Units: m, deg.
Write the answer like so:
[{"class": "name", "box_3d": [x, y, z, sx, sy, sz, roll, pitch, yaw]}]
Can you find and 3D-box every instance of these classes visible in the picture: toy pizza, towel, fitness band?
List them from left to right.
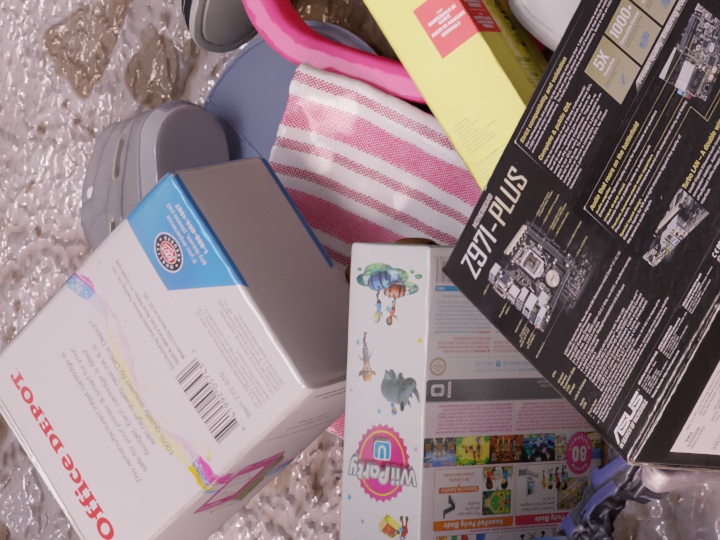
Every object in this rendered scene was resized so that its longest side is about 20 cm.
[{"class": "toy pizza", "box_3d": [-0.031, -0.047, 1.689, 0.200, 0.032, 0.200, -2, 87, 45]}, {"class": "towel", "box_3d": [0.000, 0.000, 1.608, 0.146, 0.030, 0.200, 23, 109, 12]}, {"class": "fitness band", "box_3d": [0.021, -0.171, 1.603, 0.200, 0.037, 0.144, 19, 97, 28]}]

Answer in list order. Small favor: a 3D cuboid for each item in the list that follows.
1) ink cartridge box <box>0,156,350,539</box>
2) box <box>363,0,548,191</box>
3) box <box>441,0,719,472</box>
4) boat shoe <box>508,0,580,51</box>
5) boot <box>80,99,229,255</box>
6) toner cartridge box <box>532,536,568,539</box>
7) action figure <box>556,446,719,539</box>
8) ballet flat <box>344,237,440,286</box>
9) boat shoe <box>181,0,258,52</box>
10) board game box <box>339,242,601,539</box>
[{"class": "ink cartridge box", "box_3d": [-0.098, 0.054, 1.582, 0.200, 0.085, 0.145, -43, 72, 35]}, {"class": "box", "box_3d": [0.056, -0.119, 1.525, 0.050, 0.075, 0.200, -36, 75, 22]}, {"class": "box", "box_3d": [0.151, -0.033, 1.331, 0.164, 0.086, 0.200, 46, 118, 41]}, {"class": "boat shoe", "box_3d": [0.145, -0.131, 1.464, 0.200, 0.067, 0.074, 19, 104, 38]}, {"class": "boot", "box_3d": [-0.123, 0.002, 1.720, 0.096, 0.074, 0.200, -9, 77, 56]}, {"class": "toner cartridge box", "box_3d": [0.112, 0.246, 1.471, 0.095, 0.043, 0.200, 23, 106, 44]}, {"class": "action figure", "box_3d": [0.193, 0.094, 1.412, 0.200, 0.105, 0.194, -51, 47, 35]}, {"class": "ballet flat", "box_3d": [0.026, 0.081, 1.574, 0.072, 0.068, 0.200, -6, 101, 18]}, {"class": "boat shoe", "box_3d": [-0.057, -0.227, 1.698, 0.060, 0.076, 0.200, 38, 104, 40]}, {"class": "board game box", "box_3d": [0.060, 0.087, 1.505, 0.064, 0.147, 0.200, 1, 89, 44]}]
